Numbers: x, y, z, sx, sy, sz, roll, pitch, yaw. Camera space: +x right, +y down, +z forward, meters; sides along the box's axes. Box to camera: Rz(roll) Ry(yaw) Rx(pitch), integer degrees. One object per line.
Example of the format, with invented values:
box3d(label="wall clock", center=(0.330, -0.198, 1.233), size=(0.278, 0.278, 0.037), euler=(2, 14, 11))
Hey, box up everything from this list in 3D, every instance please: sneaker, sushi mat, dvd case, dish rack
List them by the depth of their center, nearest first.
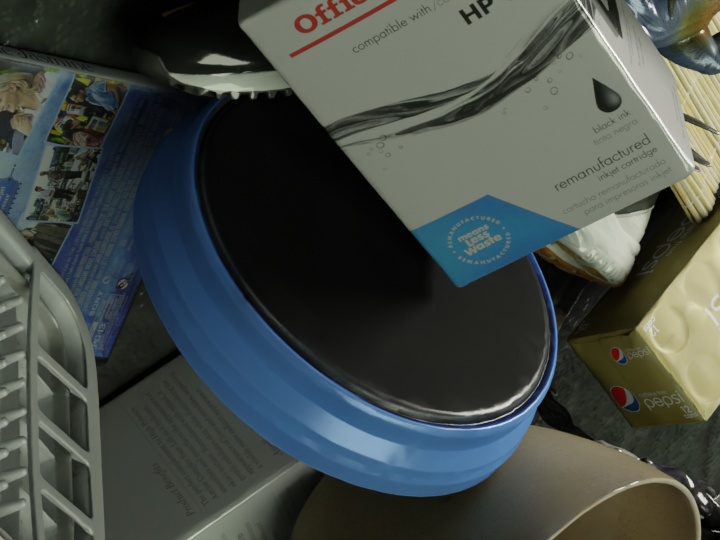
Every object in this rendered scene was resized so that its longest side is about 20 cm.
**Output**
box3d(label="dish rack", center=(-0.163, 0.034, 0.705), size=(0.043, 0.173, 0.200), euler=(-19, 139, 11))
box3d(label="dvd case", center=(-0.166, -0.028, 0.776), size=(0.199, 0.018, 0.144), euler=(7, 117, -43))
box3d(label="sneaker", center=(-0.013, -0.135, 0.793), size=(0.199, 0.070, 0.091), euler=(-17, 116, -30))
box3d(label="sneaker", center=(0.090, -0.070, 0.928), size=(0.200, 0.075, 0.088), euler=(37, 79, -51))
box3d(label="sushi mat", center=(0.153, -0.118, 0.929), size=(0.200, 0.012, 0.096), euler=(49, 59, -41))

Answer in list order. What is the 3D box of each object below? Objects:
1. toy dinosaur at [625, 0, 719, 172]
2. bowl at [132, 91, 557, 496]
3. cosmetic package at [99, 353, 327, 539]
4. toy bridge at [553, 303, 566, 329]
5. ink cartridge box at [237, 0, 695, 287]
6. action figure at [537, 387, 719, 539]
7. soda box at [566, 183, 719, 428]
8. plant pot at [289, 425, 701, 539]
box3d(label="toy dinosaur", center=(0.130, -0.110, 0.856), size=(0.180, 0.200, 0.106), euler=(-4, 114, -15))
box3d(label="bowl", center=(0.000, 0.000, 0.778), size=(0.199, 0.202, 0.039), euler=(3, 142, -40))
box3d(label="cosmetic package", center=(-0.111, 0.127, 0.877), size=(0.199, 0.102, 0.074), euler=(-34, 139, -12))
box3d(label="toy bridge", center=(0.056, 0.100, 1.048), size=(0.067, 0.027, 0.201), euler=(19, 108, -47))
box3d(label="ink cartridge box", center=(0.032, -0.099, 0.715), size=(0.115, 0.068, 0.200), euler=(-27, 125, 22))
box3d(label="action figure", center=(0.124, 0.132, 0.955), size=(0.102, 0.200, 0.120), euler=(1, 122, -45))
box3d(label="soda box", center=(0.203, -0.006, 1.003), size=(0.068, 0.064, 0.200), euler=(50, 62, -14))
box3d(label="plant pot", center=(0.042, 0.149, 0.850), size=(0.200, 0.134, 0.202), euler=(-31, 138, -33))
